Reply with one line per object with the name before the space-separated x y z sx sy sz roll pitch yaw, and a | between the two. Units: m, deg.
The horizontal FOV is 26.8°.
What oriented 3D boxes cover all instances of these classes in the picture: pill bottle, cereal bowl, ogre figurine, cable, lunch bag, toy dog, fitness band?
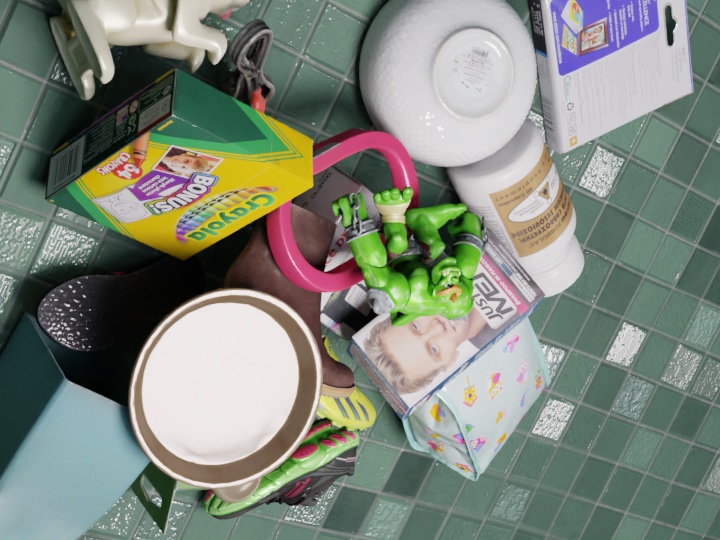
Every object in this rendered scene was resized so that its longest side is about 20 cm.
pill bottle | 0.183 -0.069 1.725 0.114 0.114 0.201 -39 128 -11
cereal bowl | 0.102 -0.207 1.593 0.197 0.083 0.203 -3 100 -20
ogre figurine | 0.058 -0.011 1.521 0.199 0.097 0.122 20 60 -62
cable | -0.103 -0.179 1.467 0.097 0.051 0.200 -30 171 -30
lunch bag | 0.122 0.113 1.733 0.171 0.121 0.201 -50 144 -23
toy dog | -0.188 -0.268 1.391 0.198 0.139 0.196 -24 87 -20
fitness band | -0.016 -0.061 1.526 0.199 0.037 0.145 -30 114 -41

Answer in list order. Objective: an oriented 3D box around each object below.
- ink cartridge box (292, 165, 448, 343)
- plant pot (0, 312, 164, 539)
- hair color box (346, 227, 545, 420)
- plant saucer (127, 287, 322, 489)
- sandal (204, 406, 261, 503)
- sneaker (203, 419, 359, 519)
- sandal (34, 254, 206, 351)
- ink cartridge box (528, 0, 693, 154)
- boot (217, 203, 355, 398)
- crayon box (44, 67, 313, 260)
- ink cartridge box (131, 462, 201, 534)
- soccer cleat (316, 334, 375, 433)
ink cartridge box | 0.000 0.000 1.656 0.199 0.083 0.146 37 90 -39
plant pot | -0.314 0.180 1.504 0.141 0.141 0.201 30 98 -38
hair color box | 0.092 0.056 1.617 0.199 0.100 0.061 -38 170 -16
plant saucer | -0.132 0.113 1.465 0.197 0.029 0.203 -6 106 -22
sandal | -0.141 0.164 1.525 0.080 0.054 0.202 -30 125 -17
sneaker | -0.084 0.243 1.721 0.198 0.077 0.085 -21 121 -22
sandal | -0.245 0.032 1.529 0.199 0.045 0.076 -20 99 -41
ink cartridge box | 0.293 -0.262 1.750 0.198 0.043 0.200 -25 123 -19
boot | -0.053 0.031 1.539 0.199 0.072 0.168 26 86 -38
crayon box | -0.172 -0.095 1.437 0.171 0.199 0.059 26 52 -38
ink cartridge box | -0.181 0.166 1.601 0.059 0.104 0.203 4 109 -33
soccer cleat | -0.042 0.120 1.697 0.199 0.065 0.084 32 90 -39
